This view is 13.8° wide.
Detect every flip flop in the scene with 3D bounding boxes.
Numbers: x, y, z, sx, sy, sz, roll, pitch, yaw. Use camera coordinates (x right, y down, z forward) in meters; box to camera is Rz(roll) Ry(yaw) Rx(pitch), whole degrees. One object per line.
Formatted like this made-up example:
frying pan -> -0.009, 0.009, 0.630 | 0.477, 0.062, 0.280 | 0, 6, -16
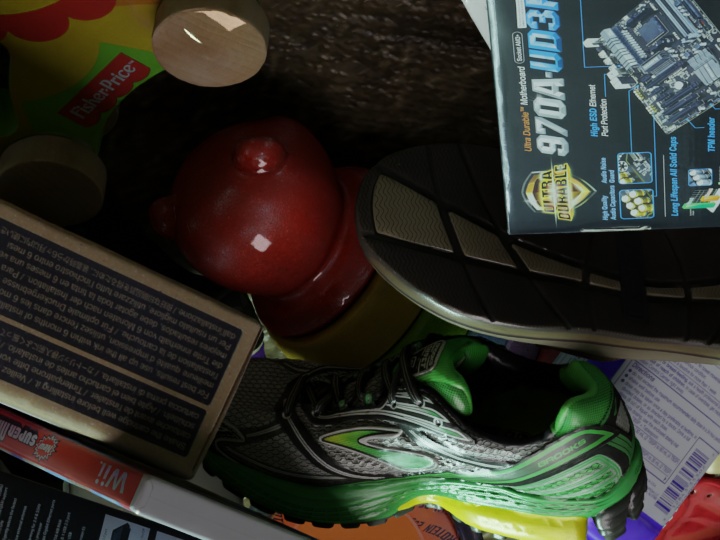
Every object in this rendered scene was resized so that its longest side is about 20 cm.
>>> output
flip flop -> 0.088, 0.003, 1.225 | 0.199, 0.081, 0.058 | 11, 154, -21

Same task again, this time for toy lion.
toy lion -> -0.143, -0.118, 1.172 | 0.191, 0.069, 0.200 | 26, 139, -24

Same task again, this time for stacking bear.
stacking bear -> 0.000, 0.000, 1.312 | 0.121, 0.114, 0.200 | -29, 133, 36

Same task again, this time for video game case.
video game case -> -0.102, 0.086, 1.247 | 0.143, 0.017, 0.200 | 27, 174, -43

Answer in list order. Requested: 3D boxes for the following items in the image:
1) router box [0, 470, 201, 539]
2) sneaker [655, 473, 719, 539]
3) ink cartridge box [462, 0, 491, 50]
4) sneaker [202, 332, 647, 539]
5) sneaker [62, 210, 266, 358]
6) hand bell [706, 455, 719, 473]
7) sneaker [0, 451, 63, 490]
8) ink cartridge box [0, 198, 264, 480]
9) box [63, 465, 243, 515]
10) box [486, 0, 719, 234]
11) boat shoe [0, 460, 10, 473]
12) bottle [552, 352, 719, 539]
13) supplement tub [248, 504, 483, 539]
router box -> -0.168, 0.146, 1.275 | 0.157, 0.052, 0.200 | 20, 151, -12
sneaker -> 0.209, 0.109, 1.482 | 0.199, 0.079, 0.116 | -11, 163, 14
ink cartridge box -> 0.127, -0.090, 1.205 | 0.116, 0.068, 0.200 | -13, 145, 18
sneaker -> 0.019, 0.055, 1.229 | 0.199, 0.078, 0.085 | 3, 134, 15
sneaker -> -0.136, 0.016, 1.373 | 0.199, 0.070, 0.100 | 6, 121, 17
hand bell -> 0.127, 0.072, 1.401 | 0.199, 0.104, 0.104 | -6, 147, -3
sneaker -> -0.215, 0.099, 1.405 | 0.091, 0.076, 0.200 | 11, 178, -41
ink cartridge box -> -0.163, 0.007, 1.214 | 0.165, 0.075, 0.200 | 27, 174, -35
box -> -0.174, 0.156, 1.540 | 0.200, 0.109, 0.128 | -26, 139, 34
box -> 0.127, -0.093, 1.099 | 0.158, 0.046, 0.200 | -3, 142, 6
boat shoe -> -0.235, 0.056, 1.332 | 0.075, 0.200, 0.062 | -42, 161, -4
bottle -> 0.145, 0.028, 1.296 | 0.083, 0.065, 0.200 | 37, 90, -29
supplement tub -> 0.000, 0.147, 1.454 | 0.122, 0.123, 0.200 | -1, 175, 0
